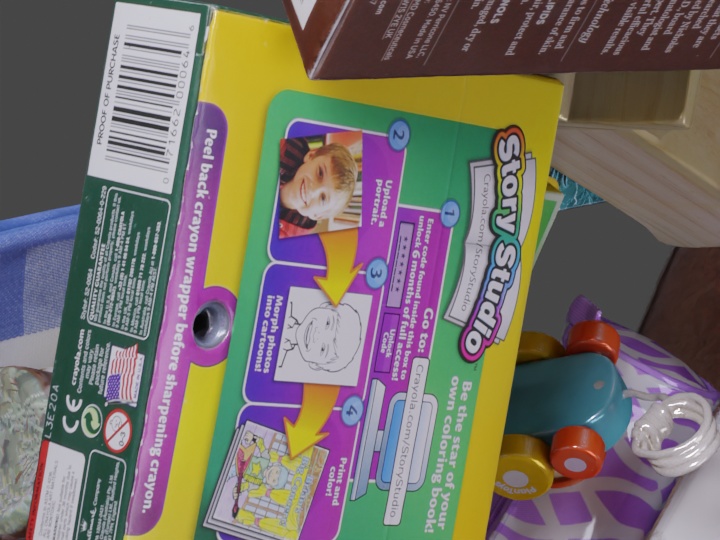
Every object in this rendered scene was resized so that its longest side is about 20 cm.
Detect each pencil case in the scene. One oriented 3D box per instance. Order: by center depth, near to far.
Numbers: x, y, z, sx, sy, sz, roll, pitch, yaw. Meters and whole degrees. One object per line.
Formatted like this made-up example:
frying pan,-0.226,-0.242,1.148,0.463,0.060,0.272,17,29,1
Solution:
pencil case,0.081,0.115,1.084,0.085,0.084,0.201,26,96,-25

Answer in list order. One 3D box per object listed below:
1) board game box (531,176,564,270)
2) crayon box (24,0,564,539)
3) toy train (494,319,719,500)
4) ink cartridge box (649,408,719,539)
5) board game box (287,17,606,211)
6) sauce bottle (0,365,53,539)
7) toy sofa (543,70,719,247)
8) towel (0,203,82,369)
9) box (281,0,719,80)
board game box,0.000,0.000,0.927,0.199,0.030,0.096,5,114,-46
crayon box,-0.020,0.018,0.838,0.172,0.058,0.202,7,94,-45
toy train,0.052,0.111,0.985,0.199,0.150,0.056,-37,130,-5
ink cartridge box,0.193,0.092,1.091,0.201,0.084,0.146,-55,168,-25
board game box,0.052,-0.080,0.960,0.199,0.028,0.136,-11,125,-39
sauce bottle,-0.055,0.077,0.898,0.199,0.065,0.065,11,108,-42
toy sofa,0.134,-0.070,0.972,0.200,0.097,0.084,25,73,-53
towel,-0.125,0.069,0.897,0.146,0.024,0.202,-15,124,-34
box,0.068,-0.123,0.801,0.198,0.101,0.075,-4,147,-28
